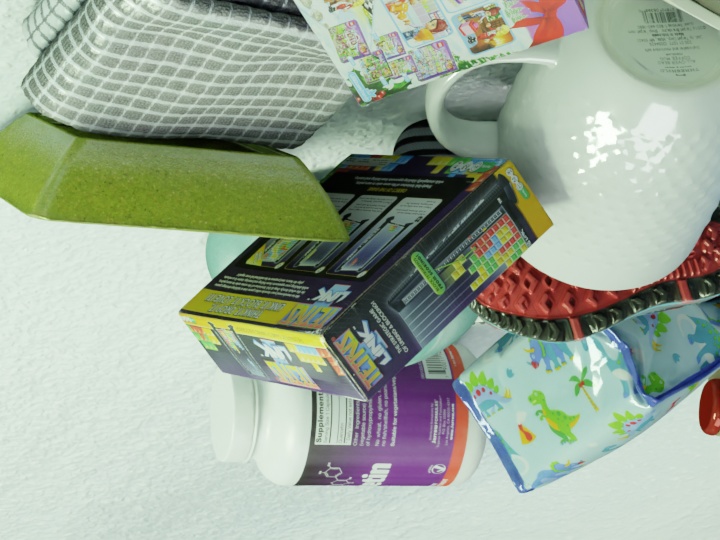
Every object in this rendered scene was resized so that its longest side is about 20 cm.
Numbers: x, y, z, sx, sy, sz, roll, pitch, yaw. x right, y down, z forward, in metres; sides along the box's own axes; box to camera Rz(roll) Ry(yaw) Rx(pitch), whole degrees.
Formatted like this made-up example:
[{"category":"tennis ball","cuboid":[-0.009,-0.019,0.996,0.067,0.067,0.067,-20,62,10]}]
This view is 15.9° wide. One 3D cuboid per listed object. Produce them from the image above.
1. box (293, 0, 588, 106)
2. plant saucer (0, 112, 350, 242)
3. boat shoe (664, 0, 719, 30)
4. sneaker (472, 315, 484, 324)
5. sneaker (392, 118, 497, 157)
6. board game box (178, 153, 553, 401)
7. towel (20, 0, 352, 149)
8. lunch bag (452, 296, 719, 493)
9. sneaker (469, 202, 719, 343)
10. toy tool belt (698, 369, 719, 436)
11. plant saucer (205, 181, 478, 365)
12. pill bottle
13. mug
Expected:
[{"category":"box","cuboid":[0.025,-0.177,1.351,0.137,0.039,0.200,-17,142,14]},{"category":"plant saucer","cuboid":[-0.128,-0.062,1.599,0.200,0.048,0.200,4,-172,-21]},{"category":"boat shoe","cuboid":[0.212,-0.168,1.475,0.202,0.072,0.060,32,108,0]},{"category":"sneaker","cuboid":[0.117,-0.030,1.802,0.200,0.070,0.093,-19,130,32]},{"category":"sneaker","cuboid":[0.120,-0.056,1.714,0.200,0.074,0.088,3,138,0]},{"category":"board game box","cuboid":[0.000,0.000,1.587,0.057,0.165,0.200,53,160,-20]},{"category":"towel","cuboid":[-0.078,-0.138,1.500,0.200,0.086,0.166,7,151,-27]},{"category":"lunch bag","cuboid":[0.197,0.056,1.915,0.200,0.127,0.170,-23,170,-43]},{"category":"sneaker","cuboid":[0.167,0.010,1.716,0.200,0.079,0.096,-8,169,-5]},{"category":"toy tool belt","cuboid":[0.350,0.084,2.007,0.123,0.125,0.200,7,152,-9]},{"category":"plant saucer","cuboid":[-0.014,0.016,1.806,0.200,0.036,0.200,7,143,6]},{"category":"pill bottle","cuboid":[-0.010,0.110,1.979,0.200,0.113,0.112,1,152,-16]},{"category":"mug","cuboid":[0.139,-0.098,1.574,0.200,0.148,0.175,8,147,-7]}]
